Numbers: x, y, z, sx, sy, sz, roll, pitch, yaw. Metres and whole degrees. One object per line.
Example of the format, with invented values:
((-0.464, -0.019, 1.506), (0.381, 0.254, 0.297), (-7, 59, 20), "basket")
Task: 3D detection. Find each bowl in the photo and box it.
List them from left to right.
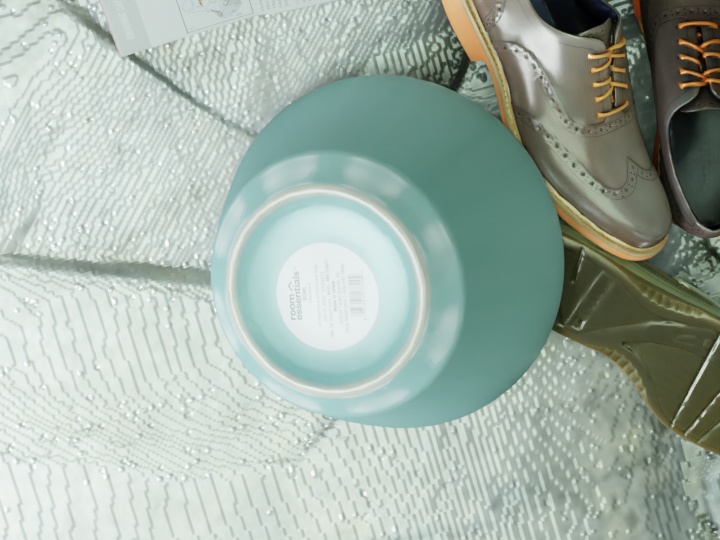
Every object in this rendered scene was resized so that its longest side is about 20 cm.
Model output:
((0.000, 0.000, 1.532), (0.201, 0.105, 0.201), (4, 102, 19), "bowl")

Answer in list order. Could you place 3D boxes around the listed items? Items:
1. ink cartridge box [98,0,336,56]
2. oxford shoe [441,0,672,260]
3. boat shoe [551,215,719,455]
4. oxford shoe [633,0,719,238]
((-0.063, -0.200, 1.489), (0.176, 0.200, 0.045), (-13, 62, 1), "ink cartridge box")
((0.117, -0.098, 1.544), (0.071, 0.073, 0.200), (-35, 94, -40), "oxford shoe")
((0.166, 0.033, 1.596), (0.201, 0.063, 0.073), (32, 114, -9), "boat shoe")
((0.191, -0.116, 1.560), (0.071, 0.073, 0.200), (-7, 100, 1), "oxford shoe")
